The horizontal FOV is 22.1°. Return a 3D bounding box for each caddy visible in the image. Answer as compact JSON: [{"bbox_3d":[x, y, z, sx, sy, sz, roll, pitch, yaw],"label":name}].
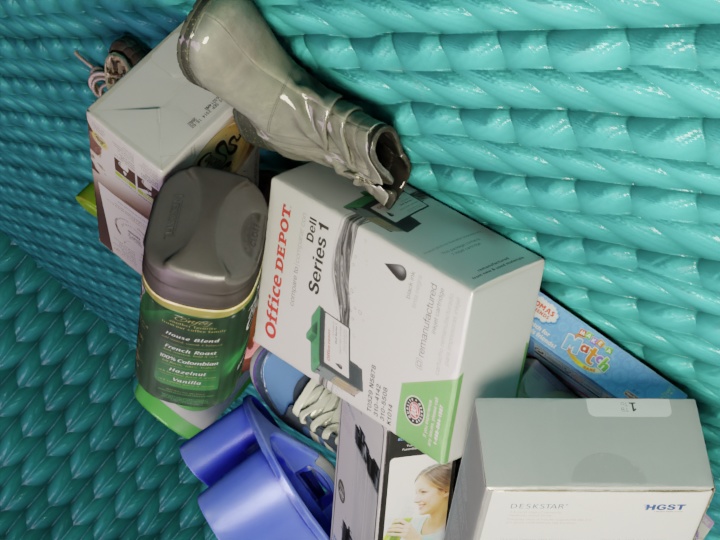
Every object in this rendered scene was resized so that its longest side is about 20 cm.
[{"bbox_3d":[-0.066,0.195,1.570,0.200,0.105,0.142,58,-177,-41],"label":"caddy"}]

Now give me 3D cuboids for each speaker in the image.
[{"bbox_3d":[-0.127,0.061,1.756,0.088,0.200,0.088,38,-179,-1],"label":"speaker"}]

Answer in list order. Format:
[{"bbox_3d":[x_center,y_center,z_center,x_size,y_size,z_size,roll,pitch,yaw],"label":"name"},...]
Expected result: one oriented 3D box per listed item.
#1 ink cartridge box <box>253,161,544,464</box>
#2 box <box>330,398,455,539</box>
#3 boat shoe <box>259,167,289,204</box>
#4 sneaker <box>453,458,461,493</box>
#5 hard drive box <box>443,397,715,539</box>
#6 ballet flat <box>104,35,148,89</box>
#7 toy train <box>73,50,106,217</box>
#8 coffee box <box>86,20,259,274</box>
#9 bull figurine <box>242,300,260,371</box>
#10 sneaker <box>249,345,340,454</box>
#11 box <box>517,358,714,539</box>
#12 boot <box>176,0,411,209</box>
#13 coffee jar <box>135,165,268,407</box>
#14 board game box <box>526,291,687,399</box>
[{"bbox_3d":[0.022,0.023,1.320,0.200,0.084,0.147,30,125,35],"label":"ink cartridge box"},{"bbox_3d":[0.024,0.167,1.421,0.117,0.060,0.201,-118,28,-55],"label":"box"},{"bbox_3d":[-0.076,-0.051,1.561,0.200,0.076,0.072,-6,95,53],"label":"boat shoe"},{"bbox_3d":[0.075,0.152,1.465,0.104,0.060,0.200,61,146,39],"label":"sneaker"},{"bbox_3d":[0.145,0.178,1.288,0.155,0.077,0.200,1,139,-7],"label":"hard drive box"},{"bbox_3d":[-0.182,-0.097,1.550,0.067,0.046,0.201,20,129,50],"label":"ballet flat"},{"bbox_3d":[-0.219,-0.096,1.681,0.200,0.116,0.085,38,168,5],"label":"toy train"},{"bbox_3d":[-0.140,-0.082,1.410,0.080,0.113,0.200,38,155,14],"label":"coffee box"},{"bbox_3d":[-0.060,0.032,1.658,0.065,0.199,0.122,-16,-89,-68],"label":"bull figurine"},{"bbox_3d":[-0.002,0.127,1.553,0.200,0.081,0.146,37,177,-6],"label":"sneaker"},{"bbox_3d":[0.179,0.140,1.370,0.200,0.039,0.041,42,167,-18],"label":"box"},{"bbox_3d":[-0.034,-0.114,1.225,0.130,0.068,0.200,26,170,24],"label":"boot"},{"bbox_3d":[-0.117,0.013,1.350,0.085,0.105,0.200,11,149,-2],"label":"coffee jar"},{"bbox_3d":[0.170,0.089,1.392,0.151,0.037,0.200,36,167,16],"label":"board game box"}]
